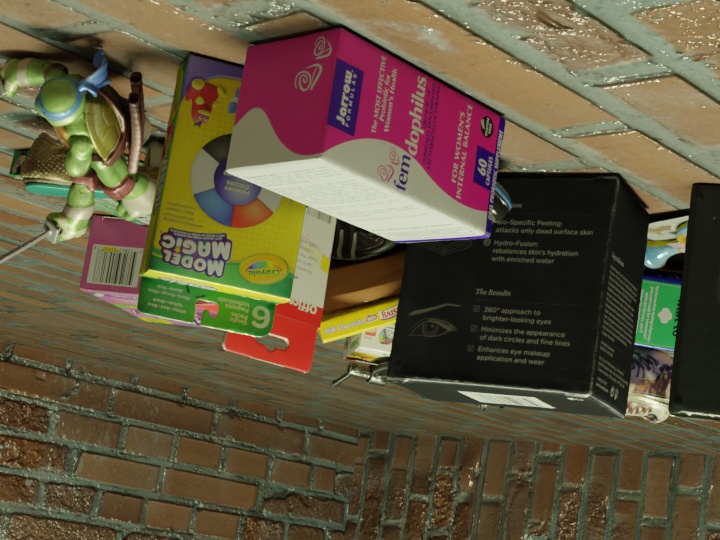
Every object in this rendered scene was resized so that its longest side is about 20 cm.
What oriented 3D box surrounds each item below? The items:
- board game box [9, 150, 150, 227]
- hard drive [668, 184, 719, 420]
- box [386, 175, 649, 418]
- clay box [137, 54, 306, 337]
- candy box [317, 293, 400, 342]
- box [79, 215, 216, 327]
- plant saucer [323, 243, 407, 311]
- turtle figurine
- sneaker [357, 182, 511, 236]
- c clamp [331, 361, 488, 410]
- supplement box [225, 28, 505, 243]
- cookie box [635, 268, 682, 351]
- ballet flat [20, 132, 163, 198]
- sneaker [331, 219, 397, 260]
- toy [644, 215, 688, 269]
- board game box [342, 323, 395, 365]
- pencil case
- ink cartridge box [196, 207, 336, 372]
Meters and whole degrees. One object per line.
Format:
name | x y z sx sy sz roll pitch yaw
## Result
board game box | -0.252 -0.087 1.472 0.135 0.029 0.200 -1 165 38
hard drive | 0.340 0.031 1.161 0.139 0.200 0.033 5 168 20
box | 0.148 0.023 1.268 0.197 0.200 0.117 3 167 29
clay box | -0.101 -0.056 1.074 0.115 0.200 0.048 12 168 -17
candy box | -0.001 0.033 1.409 0.102 0.026 0.200 -18 -171 -4
box | -0.226 0.008 1.747 0.176 0.097 0.200 5 169 17
plant saucer | 0.000 0.000 1.412 0.200 0.037 0.200 -14 -171 2
turtle figurine | -0.255 -0.099 1.146 0.144 0.200 0.194 41 -176 19
sneaker | 0.033 -0.066 1.218 0.199 0.083 0.071 9 169 -2
c clamp | 0.082 0.122 1.503 0.200 0.027 0.171 13 164 -9
supplement box | 0.008 -0.096 1.046 0.103 0.101 0.200 -3 164 44
cookie box | 0.284 0.035 1.445 0.200 0.075 0.171 8 -175 5
ballet flat | -0.219 -0.095 1.314 0.200 0.065 0.071 9 170 -13
sneaker | -0.022 -0.049 1.419 0.200 0.076 0.115 6 -179 34
toy | 0.334 -0.018 1.313 0.115 0.047 0.200 15 168 -34
board game box | 0.088 0.092 1.488 0.200 0.035 0.126 10 169 -6
pencil case | 0.228 0.109 1.403 0.200 0.078 0.089 8 -146 -21
ink cartridge box | -0.089 -0.014 1.269 0.067 0.200 0.116 -2 164 44
